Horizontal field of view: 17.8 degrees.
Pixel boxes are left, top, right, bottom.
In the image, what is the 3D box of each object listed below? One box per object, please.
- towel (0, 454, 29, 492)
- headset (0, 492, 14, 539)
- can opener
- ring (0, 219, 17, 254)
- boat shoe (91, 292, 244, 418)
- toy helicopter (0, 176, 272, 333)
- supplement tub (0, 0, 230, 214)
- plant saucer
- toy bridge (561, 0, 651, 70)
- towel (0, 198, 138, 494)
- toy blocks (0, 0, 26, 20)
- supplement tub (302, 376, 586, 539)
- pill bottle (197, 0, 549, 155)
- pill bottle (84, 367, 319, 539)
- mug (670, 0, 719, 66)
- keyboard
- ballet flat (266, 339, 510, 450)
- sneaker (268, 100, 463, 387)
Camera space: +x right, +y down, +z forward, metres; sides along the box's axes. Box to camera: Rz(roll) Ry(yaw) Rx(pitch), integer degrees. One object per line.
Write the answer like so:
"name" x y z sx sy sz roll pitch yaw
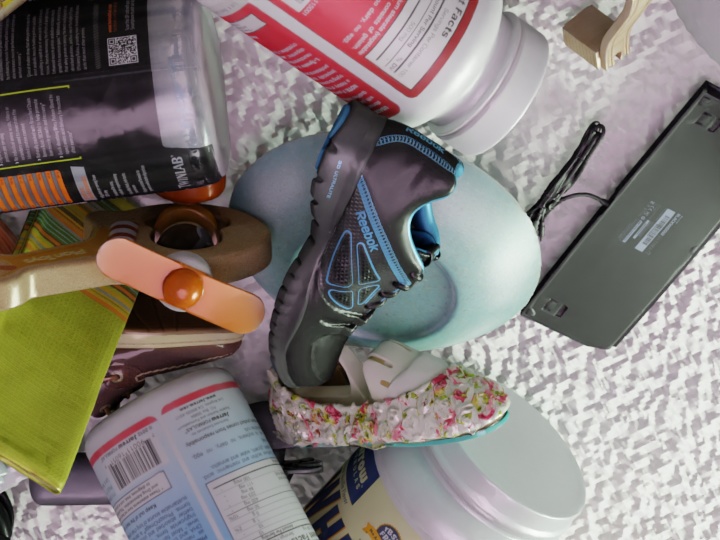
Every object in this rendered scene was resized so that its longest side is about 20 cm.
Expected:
"towel" -0.299 0.069 1.399 0.171 0.048 0.201 -28 89 35
"headset" -0.269 0.200 1.535 0.094 0.124 0.200 -39 127 6
"can opener" -0.122 0.121 1.541 0.198 0.053 0.067 -1 92 0
"ring" -0.305 0.016 1.474 0.199 0.019 0.202 0 124 0
"boat shoe" -0.171 0.057 1.459 0.198 0.072 0.072 -6 118 -13
"toy helicopter" -0.142 -0.001 1.349 0.199 0.132 0.079 -11 119 -28
"supplement tub" -0.181 -0.098 1.338 0.198 0.123 0.123 -7 124 3
"plant saucer" 0.011 -0.004 1.419 0.199 0.039 0.202 9 140 8
"toy bridge" 0.136 -0.186 1.287 0.027 0.067 0.201 -36 145 -17
"towel" -0.181 0.030 1.386 0.086 0.201 0.018 34 142 -23
"toy blocks" -0.198 -0.226 1.260 0.200 0.100 0.137 -38 95 -6
"supplement tub" 0.040 0.178 1.516 0.145 0.145 0.200 31 118 -20
"pill bottle" 0.007 -0.153 1.312 0.199 0.113 0.112 33 117 -22
"pill bottle" -0.086 0.171 1.447 0.108 0.109 0.201 -31 79 18
"mug" 0.259 -0.165 1.272 0.199 0.176 0.148 29 119 -20
"keyboard" 0.165 -0.040 1.449 0.127 0.021 0.200 25 119 -24
"ballet flat" 0.007 0.077 1.437 0.199 0.076 0.064 -8 111 46
"sneaker" 0.000 0.000 1.336 0.081 0.073 0.201 21 131 4
